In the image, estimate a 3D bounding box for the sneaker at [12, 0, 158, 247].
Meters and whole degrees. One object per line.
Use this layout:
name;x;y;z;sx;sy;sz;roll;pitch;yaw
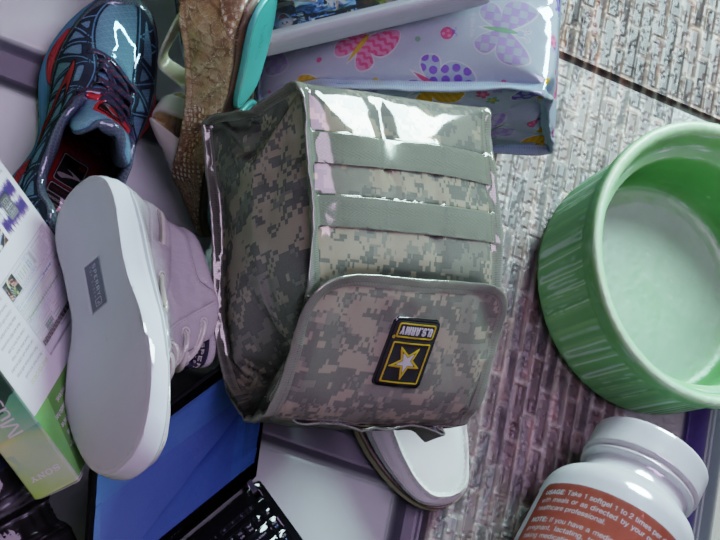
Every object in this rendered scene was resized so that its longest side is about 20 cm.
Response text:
sneaker;-0.160;-0.086;1.396;0.079;0.095;0.201;25;68;-23

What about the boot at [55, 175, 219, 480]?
boot;-0.115;0.040;1.290;0.095;0.073;0.201;28;41;-41

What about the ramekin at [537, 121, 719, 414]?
ramekin;0.220;0.005;1.571;0.199;0.098;0.201;7;74;-26

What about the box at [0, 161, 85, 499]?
box;-0.208;0.012;1.274;0.200;0.036;0.144;55;23;-16

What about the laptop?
laptop;-0.072;0.171;1.346;0.200;0.103;0.177;54;44;0

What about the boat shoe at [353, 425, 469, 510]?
boat shoe;0.030;0.058;1.474;0.074;0.068;0.201;-17;85;-30

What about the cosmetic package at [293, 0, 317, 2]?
cosmetic package;-0.060;-0.267;1.409;0.112;0.081;0.201;5;55;17

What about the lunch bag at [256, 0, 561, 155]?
lunch bag;0.034;-0.172;1.501;0.199;0.127;0.170;2;70;5

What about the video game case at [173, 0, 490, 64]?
video game case;-0.029;-0.229;1.459;0.199;0.023;0.183;-13;63;4

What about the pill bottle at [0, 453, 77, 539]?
pill bottle;-0.241;0.097;1.297;0.112;0.112;0.201;-28;91;-30

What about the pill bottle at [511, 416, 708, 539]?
pill bottle;0.150;0.200;1.475;0.112;0.112;0.200;39;63;-14

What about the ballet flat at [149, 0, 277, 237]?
ballet flat;-0.096;-0.109;1.408;0.065;0.201;0.071;24;41;12

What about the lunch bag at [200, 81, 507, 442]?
lunch bag;0.000;0.000;1.356;0.164;0.117;0.201;5;76;-40
